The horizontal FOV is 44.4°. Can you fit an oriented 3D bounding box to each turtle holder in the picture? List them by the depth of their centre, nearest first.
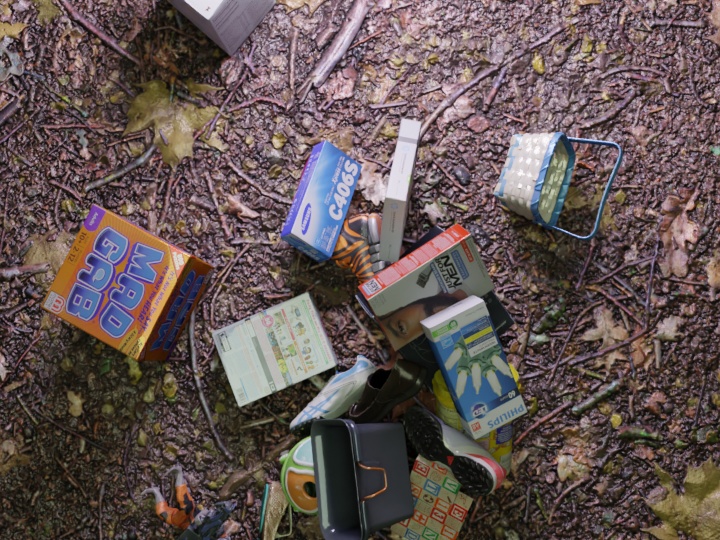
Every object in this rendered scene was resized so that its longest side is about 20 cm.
[{"bbox_3d":[-0.045,0.364,1.574,0.182,0.131,0.144,6,78,-24],"label":"turtle holder"}]

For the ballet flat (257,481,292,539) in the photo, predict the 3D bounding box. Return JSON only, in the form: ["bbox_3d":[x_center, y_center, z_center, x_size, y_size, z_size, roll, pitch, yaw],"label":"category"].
[{"bbox_3d":[-0.161,0.492,1.614,0.064,0.070,0.204,12,89,-10],"label":"ballet flat"}]

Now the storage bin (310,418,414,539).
[{"bbox_3d":[0.015,0.339,1.466,0.132,0.145,0.204,-3,83,-36],"label":"storage bin"}]

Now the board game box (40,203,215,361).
[{"bbox_3d":[-0.413,0.028,1.601,0.198,0.200,0.202,27,86,5],"label":"board game box"}]

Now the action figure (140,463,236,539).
[{"bbox_3d":[-0.291,0.441,1.609,0.199,0.104,0.194,-40,88,24],"label":"action figure"}]

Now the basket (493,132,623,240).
[{"bbox_3d":[0.356,-0.162,1.590,0.198,0.139,0.179,20,86,36],"label":"basket"}]

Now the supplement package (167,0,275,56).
[{"bbox_3d":[-0.284,-0.543,1.643,0.191,0.200,0.148,40,88,5],"label":"supplement package"}]

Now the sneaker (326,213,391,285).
[{"bbox_3d":[0.000,0.000,1.649,0.110,0.077,0.204,-10,90,18],"label":"sneaker"}]

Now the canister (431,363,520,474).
[{"bbox_3d":[0.200,0.270,1.549,0.146,0.087,0.203,-7,117,-12],"label":"canister"}]

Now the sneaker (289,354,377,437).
[{"bbox_3d":[-0.052,0.236,1.634,0.199,0.072,0.073,-38,54,5],"label":"sneaker"}]

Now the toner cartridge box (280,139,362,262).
[{"bbox_3d":[-0.070,-0.128,1.619,0.094,0.043,0.203,31,64,-27],"label":"toner cartridge box"}]

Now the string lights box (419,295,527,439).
[{"bbox_3d":[0.183,0.155,1.426,0.101,0.059,0.203,-25,101,-8],"label":"string lights box"}]

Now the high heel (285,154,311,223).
[{"bbox_3d":[-0.097,-0.144,1.648,0.066,0.096,0.203,21,87,5],"label":"high heel"}]

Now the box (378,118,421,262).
[{"bbox_3d":[0.070,-0.143,1.566,0.040,0.157,0.202,10,50,5],"label":"box"}]

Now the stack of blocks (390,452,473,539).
[{"bbox_3d":[0.134,0.401,1.540,0.114,0.059,0.202,25,129,14],"label":"stack of blocks"}]

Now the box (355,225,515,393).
[{"bbox_3d":[0.132,0.068,1.565,0.199,0.124,0.197,-39,113,-1],"label":"box"}]

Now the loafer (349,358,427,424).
[{"bbox_3d":[0.037,0.205,1.544,0.071,0.073,0.200,39,130,-10],"label":"loafer"}]

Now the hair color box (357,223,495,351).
[{"bbox_3d":[0.109,0.028,1.445,0.198,0.064,0.112,-32,115,-3],"label":"hair color box"}]

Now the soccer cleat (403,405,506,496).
[{"bbox_3d":[0.155,0.296,1.470,0.199,0.073,0.069,36,113,29],"label":"soccer cleat"}]

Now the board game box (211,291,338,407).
[{"bbox_3d":[-0.158,0.146,1.644,0.197,0.064,0.150,-22,85,3],"label":"board game box"}]
